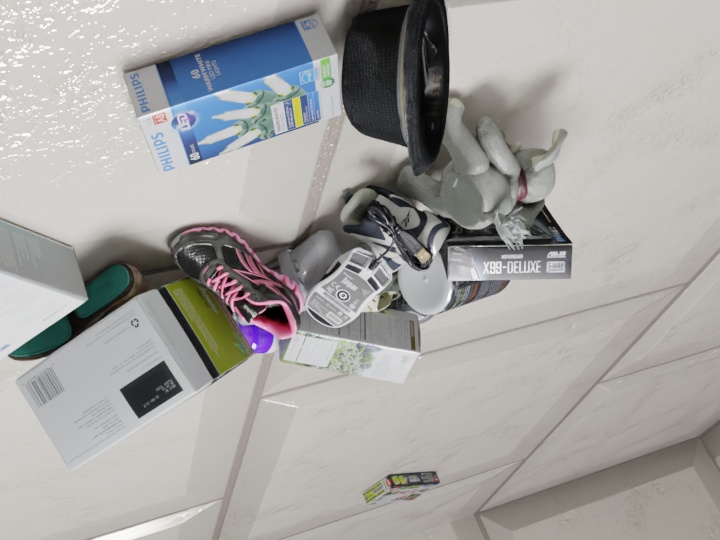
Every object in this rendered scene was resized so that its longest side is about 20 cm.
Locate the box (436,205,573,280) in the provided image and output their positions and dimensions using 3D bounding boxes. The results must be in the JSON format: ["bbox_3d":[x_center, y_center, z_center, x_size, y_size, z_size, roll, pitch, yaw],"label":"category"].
[{"bbox_3d":[0.185,-0.040,1.289,0.158,0.200,0.050,-1,108,1],"label":"box"}]

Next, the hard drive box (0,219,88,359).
[{"bbox_3d":[-0.427,0.017,1.045,0.156,0.077,0.200,-32,152,15],"label":"hard drive box"}]

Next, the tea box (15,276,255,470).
[{"bbox_3d":[-0.272,0.119,1.194,0.200,0.134,0.197,-32,179,16],"label":"tea box"}]

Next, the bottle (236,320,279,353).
[{"bbox_3d":[-0.204,0.094,1.381,0.200,0.065,0.084,8,141,-47],"label":"bottle"}]

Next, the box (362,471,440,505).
[{"bbox_3d":[0.110,0.579,2.565,0.110,0.035,0.200,-40,149,29],"label":"box"}]

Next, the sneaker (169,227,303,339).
[{"bbox_3d":[-0.149,0.021,1.202,0.200,0.095,0.079,33,113,-25],"label":"sneaker"}]

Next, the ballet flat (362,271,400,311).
[{"bbox_3d":[0.016,0.030,1.380,0.067,0.064,0.200,0,-177,20],"label":"ballet flat"}]

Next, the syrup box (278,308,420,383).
[{"bbox_3d":[-0.016,0.101,1.444,0.200,0.081,0.079,11,135,-14],"label":"syrup box"}]

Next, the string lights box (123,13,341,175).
[{"bbox_3d":[-0.123,-0.175,0.962,0.200,0.059,0.103,-20,155,-8],"label":"string lights box"}]

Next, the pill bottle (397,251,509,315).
[{"bbox_3d":[0.157,-0.004,1.437,0.200,0.106,0.106,-14,154,-44],"label":"pill bottle"}]

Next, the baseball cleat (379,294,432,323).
[{"bbox_3d":[0.046,0.055,1.513,0.200,0.070,0.106,-22,154,-5],"label":"baseball cleat"}]

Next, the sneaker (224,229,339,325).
[{"bbox_3d":[-0.113,0.017,1.304,0.115,0.075,0.200,-4,150,-38],"label":"sneaker"}]

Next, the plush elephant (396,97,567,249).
[{"bbox_3d":[0.176,-0.124,1.209,0.155,0.200,0.165,-28,153,-37],"label":"plush elephant"}]

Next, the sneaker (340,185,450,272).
[{"bbox_3d":[0.022,-0.062,1.286,0.080,0.130,0.199,-58,-165,-9],"label":"sneaker"}]

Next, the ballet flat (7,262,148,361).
[{"bbox_3d":[-0.349,0.060,1.204,0.200,0.068,0.067,-27,161,9],"label":"ballet flat"}]

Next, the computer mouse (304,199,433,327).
[{"bbox_3d":[0.000,0.000,1.236,0.110,0.044,0.200,38,127,-14],"label":"computer mouse"}]

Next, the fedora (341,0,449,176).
[{"bbox_3d":[0.033,-0.196,0.984,0.092,0.201,0.201,5,158,15],"label":"fedora"}]
